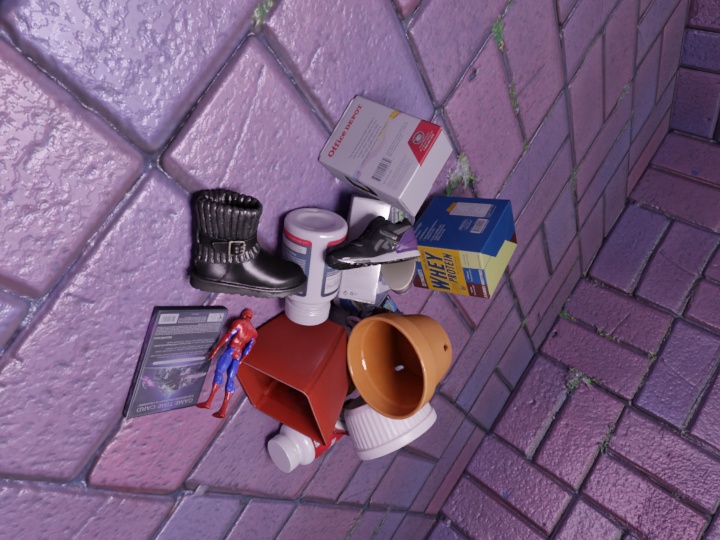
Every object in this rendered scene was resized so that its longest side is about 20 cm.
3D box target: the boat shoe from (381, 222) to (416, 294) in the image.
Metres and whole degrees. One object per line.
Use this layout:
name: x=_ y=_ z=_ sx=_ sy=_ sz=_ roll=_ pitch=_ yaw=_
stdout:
boat shoe: x=0.077 y=-0.016 z=1.082 sx=0.070 sy=0.202 sz=0.063 roll=-12 pitch=129 yaw=5

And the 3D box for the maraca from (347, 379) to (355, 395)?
maraca: x=-0.069 y=0.250 z=1.245 sx=0.199 sy=0.106 sz=0.139 roll=-30 pitch=117 yaw=-37

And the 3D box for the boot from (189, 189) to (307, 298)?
boot: x=-0.172 y=-0.041 z=0.865 sx=0.208 sy=0.079 sz=0.160 roll=4 pitch=114 yaw=-29

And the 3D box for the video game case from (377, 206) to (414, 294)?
video game case: x=0.076 y=-0.063 z=1.209 sx=0.181 sy=0.023 sz=0.204 roll=-19 pitch=110 yaw=-56

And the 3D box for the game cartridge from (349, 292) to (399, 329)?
game cartridge: x=0.044 y=0.130 z=1.379 sx=0.130 sy=0.038 sz=0.200 roll=-50 pitch=146 yaw=-9

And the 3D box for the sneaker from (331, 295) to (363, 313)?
sneaker: x=0.000 y=0.000 z=1.179 sx=0.075 sy=0.077 sz=0.203 roll=-8 pitch=119 yaw=-48

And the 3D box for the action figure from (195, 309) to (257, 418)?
action figure: x=-0.235 y=0.158 z=0.953 sx=0.065 sy=0.051 sz=0.202 roll=43 pitch=51 yaw=-35

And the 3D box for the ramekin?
ramekin: x=0.057 y=0.314 z=1.159 sx=0.198 sy=0.106 sz=0.200 roll=-27 pitch=177 yaw=-2

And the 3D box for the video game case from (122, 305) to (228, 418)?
video game case: x=-0.318 y=0.156 z=0.919 sx=0.142 sy=0.019 sz=0.203 roll=4 pitch=112 yaw=-54

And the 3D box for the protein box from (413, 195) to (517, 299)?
protein box: x=0.237 y=-0.062 z=1.252 sx=0.199 sy=0.198 sz=0.136 roll=-53 pitch=136 yaw=-35

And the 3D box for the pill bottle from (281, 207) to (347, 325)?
pill bottle: x=-0.094 y=-0.004 z=1.009 sx=0.119 sy=0.119 sz=0.203 roll=-21 pitch=131 yaw=-44

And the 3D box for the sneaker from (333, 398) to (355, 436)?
sneaker: x=-0.044 y=0.340 z=1.237 sx=0.199 sy=0.077 sz=0.084 roll=23 pitch=61 yaw=-45

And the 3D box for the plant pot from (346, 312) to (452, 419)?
plant pot: x=0.089 y=0.173 z=1.049 sx=0.139 sy=0.199 sz=0.203 roll=-16 pitch=127 yaw=-45

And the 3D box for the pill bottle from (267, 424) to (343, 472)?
pill bottle: x=-0.121 y=0.390 z=1.275 sx=0.199 sy=0.111 sz=0.114 roll=-28 pitch=135 yaw=-40

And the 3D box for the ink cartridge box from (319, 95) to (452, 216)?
ink cartridge box: x=0.045 y=-0.213 z=0.969 sx=0.147 sy=0.199 sz=0.083 roll=-58 pitch=149 yaw=-1

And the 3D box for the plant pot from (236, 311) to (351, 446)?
plant pot: x=-0.118 y=0.197 z=1.078 sx=0.177 sy=0.197 sz=0.202 roll=-51 pitch=148 yaw=-33

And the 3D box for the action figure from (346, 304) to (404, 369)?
action figure: x=0.037 y=0.183 z=1.182 sx=0.148 sy=0.133 sz=0.203 roll=-24 pitch=133 yaw=-55

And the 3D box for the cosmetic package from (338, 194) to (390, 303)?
cosmetic package: x=0.005 y=-0.049 z=1.073 sx=0.113 sy=0.080 sz=0.203 roll=-104 pitch=-155 yaw=-77

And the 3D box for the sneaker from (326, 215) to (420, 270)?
sneaker: x=0.018 y=-0.053 z=0.971 sx=0.198 sy=0.075 sz=0.089 roll=-8 pitch=87 yaw=-36
